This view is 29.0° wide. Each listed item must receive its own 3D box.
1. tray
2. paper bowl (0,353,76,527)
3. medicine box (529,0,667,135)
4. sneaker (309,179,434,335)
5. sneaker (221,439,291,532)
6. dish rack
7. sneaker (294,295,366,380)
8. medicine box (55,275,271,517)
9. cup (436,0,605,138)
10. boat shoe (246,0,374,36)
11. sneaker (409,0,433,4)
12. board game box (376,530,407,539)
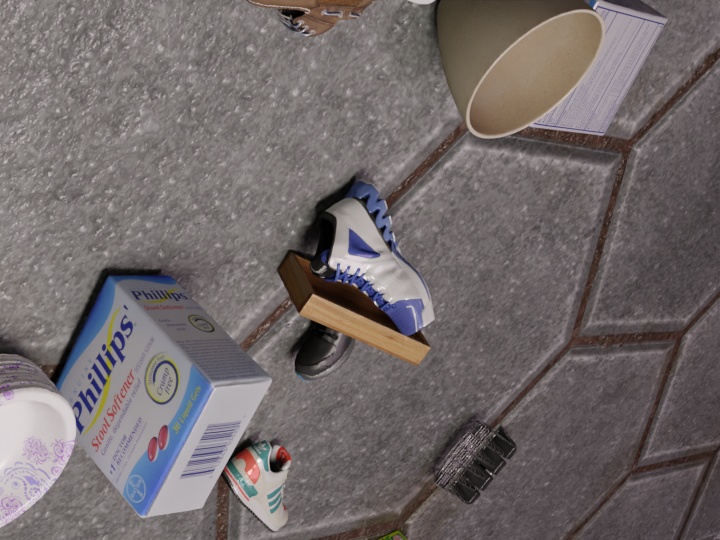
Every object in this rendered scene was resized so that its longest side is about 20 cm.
[{"bbox_3d":[-0.008,0.050,1.773,0.198,0.099,0.037,25,111,-34],"label":"tray"},{"bbox_3d":[-0.409,0.176,1.467,0.199,0.104,0.202,-32,146,-25],"label":"paper bowl"},{"bbox_3d":[0.284,-0.287,1.841,0.199,0.103,0.184,-1,125,-51],"label":"medicine box"},{"bbox_3d":[0.000,-0.001,1.736,0.114,0.201,0.080,-27,180,-26],"label":"sneaker"},{"bbox_3d":[-0.127,0.305,1.996,0.093,0.070,0.200,-39,146,-4],"label":"sneaker"},{"bbox_3d":[0.194,0.333,2.455,0.154,0.054,0.200,-51,147,1],"label":"dish rack"},{"bbox_3d":[-0.029,0.056,1.869,0.201,0.073,0.082,-51,132,-6],"label":"sneaker"},{"bbox_3d":[-0.227,0.136,1.546,0.102,0.200,0.184,1,124,-54],"label":"medicine box"},{"bbox_3d":[0.169,-0.278,1.649,0.199,0.144,0.201,-28,154,-15],"label":"cup"},{"bbox_3d":[-0.050,-0.283,1.452,0.198,0.072,0.073,-13,136,-45],"label":"boat shoe"},{"bbox_3d":[0.039,-0.394,1.463,0.200,0.080,0.148,40,59,-34],"label":"sneaker"},{"bbox_3d":[-0.003,0.535,2.428,0.198,0.048,0.103,-15,136,-42],"label":"board game box"}]
